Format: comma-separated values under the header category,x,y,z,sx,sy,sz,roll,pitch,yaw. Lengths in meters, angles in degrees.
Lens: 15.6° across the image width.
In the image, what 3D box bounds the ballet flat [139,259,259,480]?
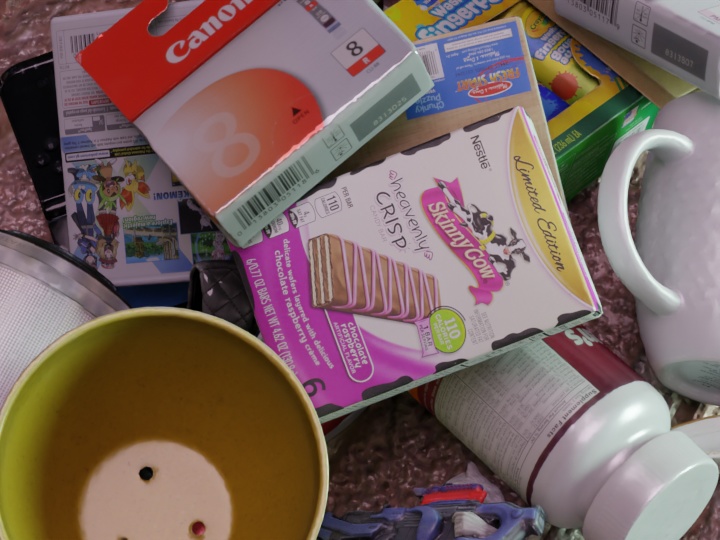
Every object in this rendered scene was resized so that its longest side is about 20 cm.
category,x,y,z,sx,sy,sz,roll,pitch,yaw
ballet flat,-0.125,0.076,1.702,0.200,0.057,0.066,-61,29,16

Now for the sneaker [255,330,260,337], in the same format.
category,x,y,z,sx,sy,sz,roll,pitch,yaw
sneaker,0.000,0.000,1.746,0.200,0.085,0.077,-30,84,-6

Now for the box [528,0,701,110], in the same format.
category,x,y,z,sx,sy,sz,roll,pitch,yaw
box,0.190,-0.196,1.818,0.200,0.021,0.163,42,45,22

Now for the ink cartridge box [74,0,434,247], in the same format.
category,x,y,z,sx,sy,sz,roll,pitch,yaw
ink cartridge box,-0.074,-0.134,1.631,0.162,0.050,0.200,-40,60,-4

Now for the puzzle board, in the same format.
category,x,y,z,sx,sy,sz,roll,pitch,yaw
puzzle board,0.022,-0.063,1.656,0.199,0.017,0.151,-14,89,8

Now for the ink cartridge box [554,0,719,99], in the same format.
category,x,y,z,sx,sy,sz,roll,pitch,yaw
ink cartridge box,0.252,-0.182,1.743,0.200,0.057,0.162,-22,38,-32

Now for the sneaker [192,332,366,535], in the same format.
category,x,y,z,sx,sy,sz,roll,pitch,yaw
sneaker,-0.064,0.106,1.693,0.071,0.113,0.200,37,73,15

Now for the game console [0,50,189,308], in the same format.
category,x,y,z,sx,sy,sz,roll,pitch,yaw
game console,-0.122,-0.072,1.784,0.199,0.176,0.116,-20,37,-5

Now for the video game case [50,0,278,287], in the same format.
category,x,y,z,sx,sy,sz,roll,pitch,yaw
video game case,-0.105,-0.085,1.716,0.199,0.022,0.183,-4,91,22

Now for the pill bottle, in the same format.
category,x,y,z,sx,sy,sz,roll,pitch,yaw
pill bottle,0.126,0.093,1.675,0.110,0.110,0.200,-41,62,-13

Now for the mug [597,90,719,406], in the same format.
category,x,y,z,sx,sy,sz,roll,pitch,yaw
mug,0.229,-0.017,1.688,0.200,0.147,0.176,26,65,-33

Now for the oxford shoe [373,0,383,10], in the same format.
category,x,y,z,sx,sy,sz,roll,pitch,yaw
oxford shoe,-0.014,-0.178,1.792,0.072,0.200,0.085,7,108,10

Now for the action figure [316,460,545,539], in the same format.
category,x,y,z,sx,sy,sz,roll,pitch,yaw
action figure,0.034,0.211,1.669,0.200,0.105,0.194,1,55,38

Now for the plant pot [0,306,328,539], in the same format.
category,x,y,z,sx,sy,sz,roll,pitch,yaw
plant pot,-0.124,0.138,1.597,0.199,0.142,0.201,2,73,-5

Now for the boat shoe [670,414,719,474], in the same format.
category,x,y,z,sx,sy,sz,roll,pitch,yaw
boat shoe,0.290,0.128,1.677,0.199,0.071,0.070,-1,77,13

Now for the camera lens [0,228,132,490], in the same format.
category,x,y,z,sx,sy,sz,roll,pitch,yaw
camera lens,-0.242,0.084,1.693,0.160,0.160,0.200,21,69,14

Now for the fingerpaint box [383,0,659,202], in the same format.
category,x,y,z,sx,sy,sz,roll,pitch,yaw
fingerpaint box,0.082,-0.114,1.765,0.167,0.073,0.200,39,49,20

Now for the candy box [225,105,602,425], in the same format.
category,x,y,z,sx,sy,sz,roll,pitch,yaw
candy box,0.032,-0.001,1.613,0.199,0.061,0.137,-22,84,7
